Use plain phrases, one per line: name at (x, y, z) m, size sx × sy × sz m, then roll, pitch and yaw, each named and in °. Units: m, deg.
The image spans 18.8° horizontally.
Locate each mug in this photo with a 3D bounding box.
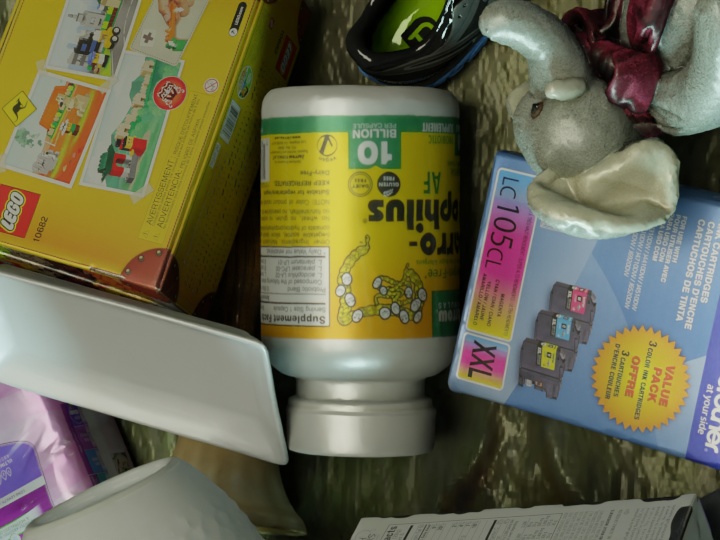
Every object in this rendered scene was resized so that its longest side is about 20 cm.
mug at (-0.110, 0.199, 1.173) m, size 0.176 × 0.147 × 0.200 m, roll 66°, pitch 160°, yaw -4°

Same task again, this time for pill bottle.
pill bottle at (0.000, 0.000, 1.212) m, size 0.112 × 0.113 × 0.201 m, roll 1°, pitch 91°, yaw 29°

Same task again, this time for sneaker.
sneaker at (0.065, -0.177, 1.189) m, size 0.071 × 0.083 × 0.200 m, roll 48°, pitch 112°, yaw 19°

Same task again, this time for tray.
tray at (-0.132, 0.044, 1.213) m, size 0.199 × 0.022 × 0.108 m, roll 15°, pitch 142°, yaw 19°

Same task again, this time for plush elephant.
plush elephant at (0.132, -0.107, 1.086) m, size 0.154 × 0.165 × 0.200 m, roll -27°, pitch 119°, yaw 2°

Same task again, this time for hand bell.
hand bell at (-0.073, 0.051, 1.285) m, size 0.104 × 0.104 × 0.201 m, roll 0°, pitch 78°, yaw 29°

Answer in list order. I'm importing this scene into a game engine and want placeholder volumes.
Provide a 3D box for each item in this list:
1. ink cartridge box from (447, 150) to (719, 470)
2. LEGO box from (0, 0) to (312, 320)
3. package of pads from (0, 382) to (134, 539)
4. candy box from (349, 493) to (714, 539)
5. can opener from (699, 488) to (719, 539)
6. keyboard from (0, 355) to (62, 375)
ink cartridge box at (0.159, 0.022, 1.147) m, size 0.199 × 0.076 × 0.137 m, roll 14°, pitch 98°, yaw 26°
LEGO box at (-0.134, -0.086, 1.234) m, size 0.148 × 0.077 × 0.201 m, roll 15°, pitch 78°, yaw 20°
package of pads at (-0.196, 0.154, 1.346) m, size 0.120 × 0.076 × 0.201 m, roll -29°, pitch 78°, yaw 26°
candy box at (0.101, 0.209, 1.142) m, size 0.199 × 0.072 × 0.168 m, roll -8°, pitch 120°, yaw 29°
can opener at (0.200, 0.139, 1.138) m, size 0.199 × 0.053 × 0.067 m, roll -26°, pitch 79°, yaw 27°
keyboard at (-0.189, -0.030, 1.320) m, size 0.056 × 0.011 × 0.201 m, roll 4°, pitch 65°, yaw 9°
